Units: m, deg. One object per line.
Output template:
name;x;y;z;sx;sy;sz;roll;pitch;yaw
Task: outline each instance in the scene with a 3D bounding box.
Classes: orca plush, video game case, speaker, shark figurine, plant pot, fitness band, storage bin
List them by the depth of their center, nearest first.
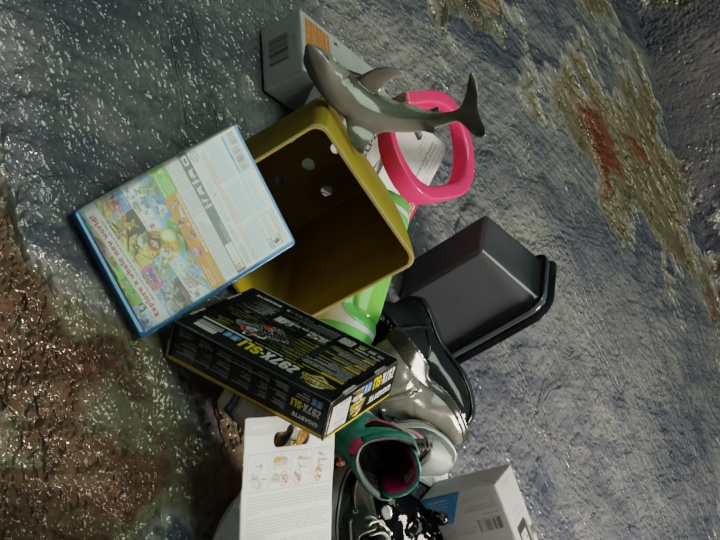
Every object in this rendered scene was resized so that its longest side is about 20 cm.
video game case;-0.178;-0.043;1.253;0.199;0.018;0.144;-33;103;-26
shark figurine;0.031;-0.165;1.344;0.129;0.212;0.090;102;5;-59
plant pot;-0.067;-0.084;1.416;0.201;0.198;0.177;54;20;-24
orca plush;0.079;0.330;1.504;0.201;0.070;0.105;59;31;-17
speaker;0.000;0.000;1.515;0.088;0.088;0.202;37;62;-42
fitness band;0.086;-0.159;1.575;0.199;0.037;0.146;-14;91;-56
storage bin;0.161;0.014;1.731;0.134;0.199;0.146;43;38;-23

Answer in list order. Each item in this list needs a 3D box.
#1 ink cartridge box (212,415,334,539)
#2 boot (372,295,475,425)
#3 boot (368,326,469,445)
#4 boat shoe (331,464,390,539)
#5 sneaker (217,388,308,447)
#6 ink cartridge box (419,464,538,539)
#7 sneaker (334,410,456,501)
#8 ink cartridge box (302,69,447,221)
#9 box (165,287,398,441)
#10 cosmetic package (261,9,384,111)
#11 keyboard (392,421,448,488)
ink cartridge box;-0.088;0.250;1.246;0.162;0.056;0.203;6;81;-57
boot;0.065;0.127;1.601;0.168;0.076;0.202;-6;72;-63
boot;0.043;0.174;1.512;0.201;0.130;0.068;54;-8;-31
boat shoe;0.004;0.312;1.389;0.072;0.070;0.202;37;39;-41
sneaker;-0.091;0.141;1.337;0.088;0.076;0.200;32;2;14
ink cartridge box;0.170;0.368;1.587;0.067;0.115;0.202;-32;102;-62
sneaker;0.051;0.222;1.431;0.198;0.084;0.121;21;13;-30
ink cartridge box;0.006;-0.156;1.610;0.199;0.083;0.146;33;83;-45
box;-0.080;0.093;1.283;0.159;0.198;0.050;-27;138;-60
cosmetic package;-0.047;-0.256;1.662;0.199;0.071;0.103;30;48;-49
keyboard;0.061;0.238;1.594;0.199;0.011;0.057;37;43;-43
